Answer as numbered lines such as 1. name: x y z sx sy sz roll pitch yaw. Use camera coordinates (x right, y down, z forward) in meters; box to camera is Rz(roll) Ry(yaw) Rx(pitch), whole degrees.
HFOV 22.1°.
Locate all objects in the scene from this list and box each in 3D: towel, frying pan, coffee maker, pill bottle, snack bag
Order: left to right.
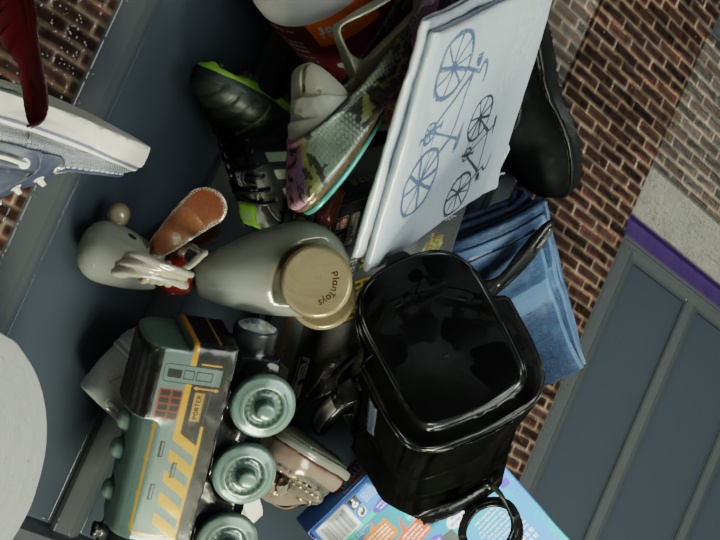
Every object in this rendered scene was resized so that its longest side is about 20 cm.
1. pill bottle: -0.010 -0.198 1.322 0.114 0.112 0.200 -59 137 -13
2. coffee maker: 0.067 0.100 1.320 0.135 0.192 0.200 -47 170 -16
3. frying pan: 0.079 0.038 1.478 0.114 0.031 0.191 -10 131 -52
4. snack bag: 0.070 -0.112 1.289 0.200 0.021 0.190 -33 145 -52
5. towel: 0.122 0.029 1.560 0.111 0.049 0.201 -24 134 -5

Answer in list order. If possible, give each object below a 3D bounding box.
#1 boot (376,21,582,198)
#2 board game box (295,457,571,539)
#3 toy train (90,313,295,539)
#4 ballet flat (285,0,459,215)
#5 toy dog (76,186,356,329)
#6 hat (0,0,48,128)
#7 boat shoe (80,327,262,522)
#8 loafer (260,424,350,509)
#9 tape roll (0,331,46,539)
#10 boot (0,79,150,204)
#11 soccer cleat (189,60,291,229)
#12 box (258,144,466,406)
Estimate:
1. boot: 0.097 -0.108 1.504 0.162 0.073 0.200 -39 131 -27
2. board game box: 0.069 0.217 1.467 0.152 0.045 0.200 -43 106 -6
3. toy train: -0.118 0.123 1.273 0.113 0.085 0.202 10 108 -19
4. ballet flat: -0.002 -0.131 1.247 0.071 0.069 0.200 46 73 -22
5. toy dog: -0.085 -0.023 1.265 0.198 0.132 0.097 14 81 -22
6. hat: -0.177 -0.207 1.088 0.165 0.175 0.202 -12 113 -44
7. boat shoe: -0.137 0.130 1.345 0.068 0.072 0.201 -39 135 -10
8. loafer: -0.050 0.155 1.388 0.063 0.072 0.200 -55 175 -4
9. tape roll: -0.296 0.115 1.165 0.199 0.066 0.202 -21 119 -42
10. boot: -0.230 -0.072 1.173 0.199 0.073 0.091 18 99 -41
11. soccer cleat: -0.069 -0.077 1.341 0.081 0.067 0.200 -58 140 -12
12. box: 0.000 0.000 1.407 0.158 0.048 0.201 -20 139 -41
